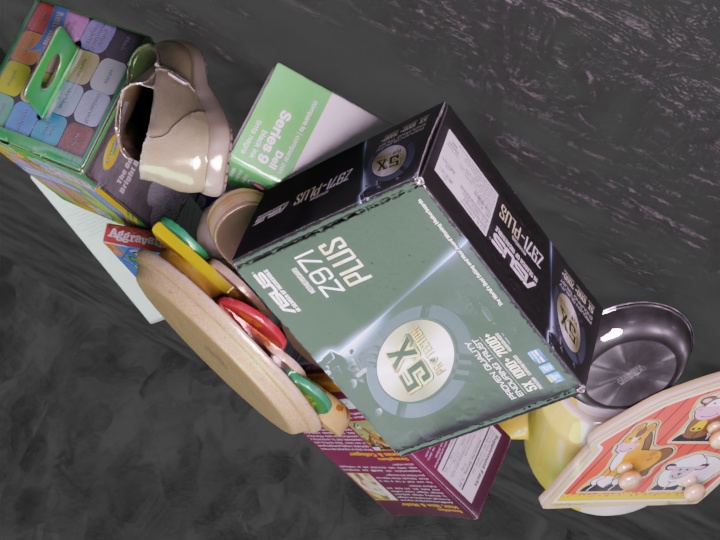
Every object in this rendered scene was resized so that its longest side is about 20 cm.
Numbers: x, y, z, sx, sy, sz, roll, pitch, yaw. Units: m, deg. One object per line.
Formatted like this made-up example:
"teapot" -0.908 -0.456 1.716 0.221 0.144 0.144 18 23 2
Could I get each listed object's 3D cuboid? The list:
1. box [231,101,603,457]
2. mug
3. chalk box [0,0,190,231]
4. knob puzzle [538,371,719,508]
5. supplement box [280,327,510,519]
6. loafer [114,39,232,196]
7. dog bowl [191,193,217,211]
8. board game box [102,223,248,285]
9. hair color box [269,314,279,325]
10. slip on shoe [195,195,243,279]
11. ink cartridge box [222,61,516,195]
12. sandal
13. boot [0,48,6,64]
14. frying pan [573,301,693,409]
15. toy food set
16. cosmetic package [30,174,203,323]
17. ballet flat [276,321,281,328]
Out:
"box" 0.041 0.011 1.170 0.163 0.086 0.200 -22 119 33
"mug" 0.198 0.129 1.501 0.150 0.185 0.153 58 174 24
"chalk box" -0.220 -0.129 1.396 0.123 0.125 0.200 22 168 27
"knob puzzle" 0.270 0.146 1.423 0.219 0.218 0.031 40 -155 -52
"supplement box" 0.020 0.120 1.459 0.110 0.086 0.200 -6 137 47
"loafer" -0.145 -0.117 1.245 0.068 0.076 0.200 4 -157 -22
"dog bowl" -0.172 -0.052 1.810 0.199 0.079 0.200 27 170 5
"board game box" -0.152 0.001 1.501 0.102 0.020 0.200 9 168 7
"hair color box" -0.093 0.013 1.671 0.060 0.100 0.201 14 146 21
"slip on shoe" -0.085 -0.035 1.402 0.076 0.060 0.200 51 -151 -5
"ink cartridge box" -0.001 -0.059 1.282 0.199 0.085 0.146 28 170 -5
"sandal" -0.051 -0.008 1.301 0.212 0.077 0.070 49 -171 -45
"boot" -0.339 -0.183 1.648 0.181 0.073 0.200 25 164 5
"frying pan" 0.218 0.096 1.380 0.031 0.114 0.191 -103 -7 -46
"toy food set" -0.093 0.050 1.303 0.200 0.049 0.198 41 169 21
"cosmetic package" -0.216 -0.059 1.618 0.071 0.102 0.201 -21 125 21
"ballet flat" 0.017 0.058 1.610 0.198 0.070 0.071 -11 -155 -14
